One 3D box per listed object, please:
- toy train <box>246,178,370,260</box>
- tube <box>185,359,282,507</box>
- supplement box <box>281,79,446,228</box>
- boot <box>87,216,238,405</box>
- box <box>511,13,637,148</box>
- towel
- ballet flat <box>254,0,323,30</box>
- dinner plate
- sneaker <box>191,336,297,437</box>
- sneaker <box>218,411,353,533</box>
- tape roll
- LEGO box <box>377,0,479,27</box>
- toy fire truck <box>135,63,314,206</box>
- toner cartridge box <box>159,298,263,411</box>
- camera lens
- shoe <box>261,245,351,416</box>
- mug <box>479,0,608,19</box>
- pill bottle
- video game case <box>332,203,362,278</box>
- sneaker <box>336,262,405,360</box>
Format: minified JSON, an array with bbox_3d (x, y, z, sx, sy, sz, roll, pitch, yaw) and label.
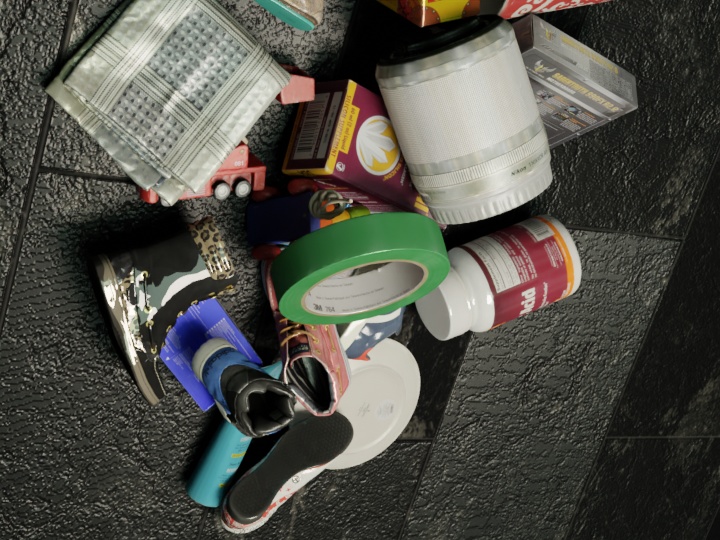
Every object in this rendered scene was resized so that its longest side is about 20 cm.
[{"bbox_3d":[-0.032,-0.059,1.628,0.115,0.199,0.085,3,84,-41],"label":"toy train"},{"bbox_3d":[-0.154,0.198,1.777,0.201,0.050,0.077,-63,168,15],"label":"tube"},{"bbox_3d":[0.019,-0.131,1.661,0.199,0.085,0.111,23,77,-39],"label":"supplement box"},{"bbox_3d":[-0.208,0.043,1.593,0.150,0.073,0.201,-26,122,-17],"label":"boot"},{"bbox_3d":[0.211,-0.220,1.722,0.199,0.049,0.158,20,148,-38],"label":"box"},{"bbox_3d":[-0.199,-0.193,1.506,0.192,0.035,0.200,43,86,-24],"label":"towel"},{"bbox_3d":[-0.114,-0.323,1.515,0.199,0.068,0.068,24,82,-45],"label":"ballet flat"},{"bbox_3d":[-0.002,0.181,1.891,0.199,0.024,0.201,-17,124,-26],"label":"dinner plate"},{"bbox_3d":[-0.114,0.161,1.662,0.077,0.111,0.200,-43,144,-9],"label":"sneaker"},{"bbox_3d":[-0.101,0.260,1.839,0.201,0.067,0.108,-39,173,-27],"label":"sneaker"},{"bbox_3d":[0.000,0.000,1.608,0.199,0.048,0.201,-13,158,-5],"label":"tape roll"},{"bbox_3d":[0.061,-0.383,1.528,0.077,0.149,0.201,-15,123,-24],"label":"LEGO box"},{"bbox_3d":[-0.152,-0.153,1.586,0.199,0.049,0.142,-8,118,-27],"label":"toy fire truck"},{"bbox_3d":[-0.202,0.068,1.683,0.095,0.043,0.200,-39,130,-9],"label":"toner cartridge box"},{"bbox_3d":[0.115,-0.172,1.581,0.159,0.160,0.201,-26,108,-18],"label":"camera lens"},{"bbox_3d":[-0.067,0.072,1.697,0.071,0.091,0.201,-19,103,13],"label":"shoe"},{"bbox_3d":[0.214,-0.377,1.646,0.199,0.133,0.179,-11,123,-32],"label":"mug"},{"bbox_3d":[0.175,0.011,1.848,0.199,0.114,0.115,-21,126,-21],"label":"pill bottle"},{"bbox_3d":[0.017,-0.035,1.784,0.143,0.018,0.201,20,104,-38],"label":"video game case"},{"bbox_3d":[0.035,0.029,1.775,0.084,0.075,0.200,27,110,-38],"label":"sneaker"}]
